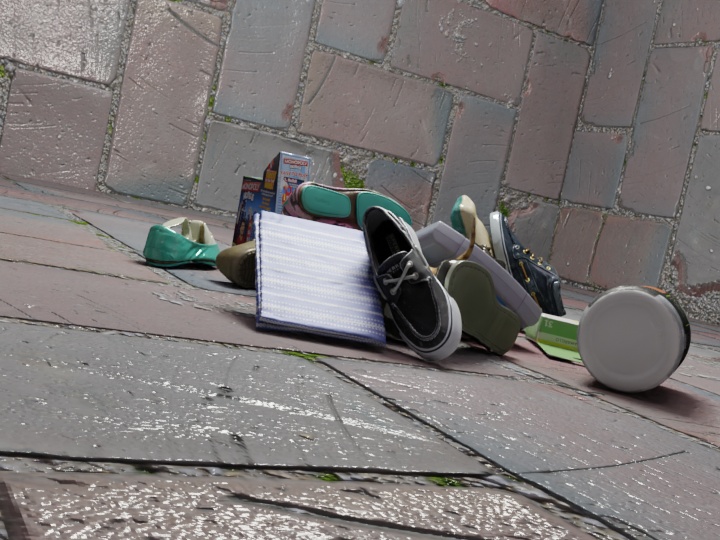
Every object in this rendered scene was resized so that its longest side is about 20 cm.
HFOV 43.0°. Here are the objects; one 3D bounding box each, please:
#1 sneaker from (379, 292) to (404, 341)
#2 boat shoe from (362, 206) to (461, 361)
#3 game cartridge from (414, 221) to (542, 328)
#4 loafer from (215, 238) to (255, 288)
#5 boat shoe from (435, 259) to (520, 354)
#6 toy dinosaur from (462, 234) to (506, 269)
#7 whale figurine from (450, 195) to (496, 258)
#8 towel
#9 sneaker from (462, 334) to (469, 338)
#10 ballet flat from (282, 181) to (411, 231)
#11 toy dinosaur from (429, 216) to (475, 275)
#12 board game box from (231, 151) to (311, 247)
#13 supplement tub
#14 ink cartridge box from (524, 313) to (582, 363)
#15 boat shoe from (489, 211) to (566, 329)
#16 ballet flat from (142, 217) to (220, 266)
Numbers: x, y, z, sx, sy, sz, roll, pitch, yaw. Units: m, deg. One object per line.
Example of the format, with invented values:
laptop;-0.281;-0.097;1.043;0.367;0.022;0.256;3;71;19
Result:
sneaker;0.007;0.044;1.102;0.198;0.078;0.089;19;-7;15
boat shoe;0.049;0.008;1.002;0.068;0.071;0.202;40;24;-48
game cartridge;0.154;0.015;1.278;0.199;0.041;0.133;40;-25;-11
loafer;-0.132;-0.015;1.322;0.067;0.077;0.199;22;8;30
boat shoe;0.130;0.041;1.098;0.060;0.072;0.201;27;-12;38
toy dinosaur;0.153;-0.028;1.402;0.199;0.077;0.102;36;0;10
whale figurine;0.173;-0.019;1.526;0.102;0.202;0.159;-12;19;16
towel;-0.050;0.007;1.019;0.143;0.024;0.201;10;36;-15
sneaker;0.085;0.045;1.213;0.197;0.075;0.079;12;9;-11
ballet flat;-0.022;-0.081;1.297;0.198;0.070;0.071;9;-14;-33
toy dinosaur;0.091;0.012;1.129;0.199;0.061;0.106;-29;-22;28
board game box;-0.146;-0.098;1.538;0.061;0.203;0.199;9;6;-29
supplement tub;0.341;0.080;1.123;0.121;0.124;0.200;14;4;23
ink cartridge box;0.324;0.102;1.315;0.144;0.049;0.200;13;2;1
boat shoe;0.275;-0.008;1.507;0.090;0.203;0.071;-16;-13;12
ballet flat;-0.255;-0.042;1.361;0.067;0.071;0.200;12;4;16
